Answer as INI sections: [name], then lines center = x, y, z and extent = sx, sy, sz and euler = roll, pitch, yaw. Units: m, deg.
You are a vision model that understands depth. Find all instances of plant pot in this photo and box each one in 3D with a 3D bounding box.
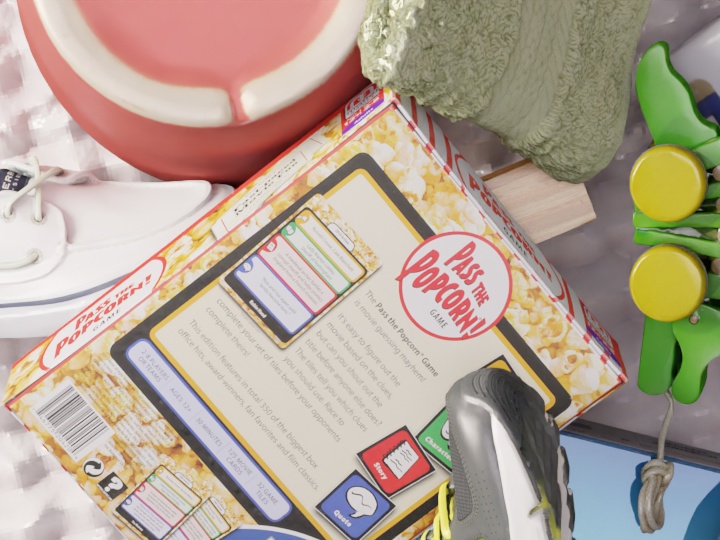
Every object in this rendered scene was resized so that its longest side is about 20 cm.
[plant pot]
center = -0.055, -0.128, 1.187
extent = 0.199, 0.177, 0.202
euler = 0, 91, 2

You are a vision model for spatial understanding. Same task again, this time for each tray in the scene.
[tray]
center = 0.000, 0.000, 1.228
extent = 0.199, 0.099, 0.037
euler = -23, 90, 3

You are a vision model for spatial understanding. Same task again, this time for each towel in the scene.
[towel]
center = 0.070, -0.147, 1.132
extent = 0.036, 0.148, 0.201
euler = 5, 77, 45

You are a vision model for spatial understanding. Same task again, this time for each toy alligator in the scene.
[toy alligator]
center = 0.138, 0.009, 1.159
extent = 0.054, 0.059, 0.201
euler = 1, 100, 14

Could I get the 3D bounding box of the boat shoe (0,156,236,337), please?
[boat shoe]
center = -0.144, -0.012, 1.226
extent = 0.199, 0.074, 0.067
euler = -15, 117, 13

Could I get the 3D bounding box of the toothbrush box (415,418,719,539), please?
[toothbrush box]
center = 0.084, 0.166, 1.237
extent = 0.146, 0.085, 0.201
euler = 13, 92, 1

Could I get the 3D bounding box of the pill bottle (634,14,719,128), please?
[pill bottle]
center = 0.213, -0.029, 1.213
extent = 0.111, 0.111, 0.200
euler = -35, 91, 3

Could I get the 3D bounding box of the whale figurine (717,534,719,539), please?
[whale figurine]
center = 0.223, 0.151, 1.182
extent = 0.200, 0.104, 0.159
euler = 46, 68, -41

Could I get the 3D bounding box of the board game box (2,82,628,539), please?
[board game box]
center = -0.018, 0.041, 1.155
extent = 0.200, 0.046, 0.152
euler = -37, 106, 11

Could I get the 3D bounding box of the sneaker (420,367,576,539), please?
[sneaker]
center = 0.042, 0.131, 1.133
extent = 0.084, 0.075, 0.201
euler = -3, 118, 9
